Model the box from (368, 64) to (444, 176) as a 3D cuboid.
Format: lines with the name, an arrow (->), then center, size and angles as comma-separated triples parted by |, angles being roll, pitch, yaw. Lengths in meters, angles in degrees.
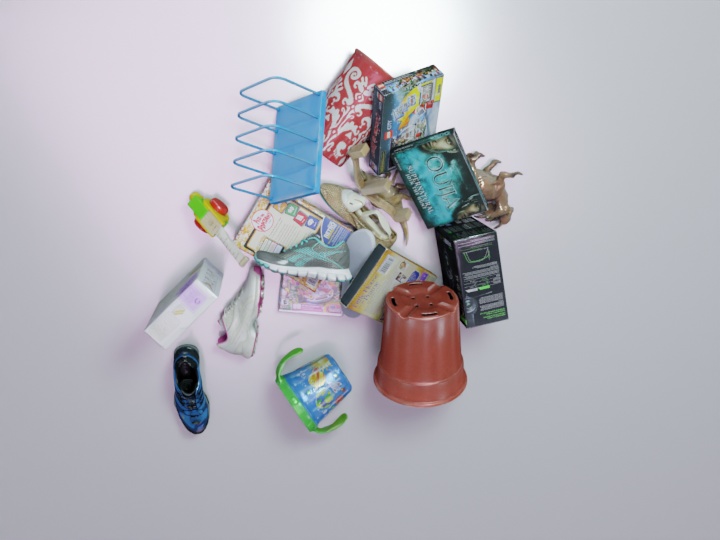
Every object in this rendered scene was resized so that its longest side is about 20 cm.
box -> 0.087, -0.290, 1.495 | 0.136, 0.038, 0.201 | -23, 145, -21

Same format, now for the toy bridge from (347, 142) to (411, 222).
toy bridge -> 0.030, -0.168, 1.535 | 0.200, 0.067, 0.027 | 53, 48, -35

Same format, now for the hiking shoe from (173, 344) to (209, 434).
hiking shoe -> -0.365, 0.261, 1.620 | 0.074, 0.087, 0.201 | -10, 105, -5

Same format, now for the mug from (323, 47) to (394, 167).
mug -> -0.002, -0.301, 1.514 | 0.177, 0.134, 0.200 | 38, 99, -12

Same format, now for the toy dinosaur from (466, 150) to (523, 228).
toy dinosaur -> 0.248, -0.169, 1.603 | 0.199, 0.086, 0.136 | 21, 107, -6

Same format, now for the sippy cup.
sippy cup -> -0.093, 0.251, 1.639 | 0.130, 0.140, 0.178 | -36, 144, -9

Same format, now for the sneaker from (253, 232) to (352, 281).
sneaker -> -0.112, -0.031, 1.534 | 0.199, 0.078, 0.092 | 8, 88, -13

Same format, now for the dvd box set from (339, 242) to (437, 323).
dvd box set -> 0.061, 0.038, 1.595 | 0.200, 0.029, 0.147 | 25, 101, -49

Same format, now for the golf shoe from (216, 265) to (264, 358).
golf shoe -> -0.249, 0.085, 1.602 | 0.091, 0.075, 0.201 | 9, 101, -6

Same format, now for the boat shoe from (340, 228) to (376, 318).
boat shoe -> 0.000, 0.000, 1.606 | 0.073, 0.065, 0.201 | 23, 119, 19

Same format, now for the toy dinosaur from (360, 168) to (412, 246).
toy dinosaur -> 0.070, -0.156, 1.605 | 0.101, 0.058, 0.200 | -32, 114, 18

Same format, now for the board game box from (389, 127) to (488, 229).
board game box -> 0.159, -0.179, 1.524 | 0.134, 0.028, 0.200 | -17, 129, 20

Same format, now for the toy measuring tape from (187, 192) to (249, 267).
toy measuring tape -> -0.276, -0.083, 1.538 | 0.074, 0.074, 0.200 | -43, 73, 4

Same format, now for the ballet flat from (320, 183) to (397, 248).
ballet flat -> 0.003, -0.120, 1.584 | 0.200, 0.071, 0.065 | 41, 132, -21

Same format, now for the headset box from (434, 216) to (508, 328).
headset box -> 0.228, 0.007, 1.593 | 0.092, 0.174, 0.201 | -13, 106, -5

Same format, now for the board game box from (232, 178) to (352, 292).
board game box -> -0.140, -0.071, 1.573 | 0.199, 0.046, 0.152 | 31, 97, -14

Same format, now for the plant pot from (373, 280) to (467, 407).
plant pot -> 0.124, 0.140, 1.573 | 0.199, 0.201, 0.196 | -5, 120, -6

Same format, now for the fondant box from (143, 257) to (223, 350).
fondant box -> -0.344, 0.061, 1.517 | 0.144, 0.200, 0.058 | -44, 105, 4

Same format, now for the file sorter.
file sorter -> -0.158, -0.245, 1.445 | 0.122, 0.138, 0.202 | 14, 75, -43

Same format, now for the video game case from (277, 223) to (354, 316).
video game case -> -0.095, -0.005, 1.627 | 0.142, 0.018, 0.201 | 5, 102, -8
